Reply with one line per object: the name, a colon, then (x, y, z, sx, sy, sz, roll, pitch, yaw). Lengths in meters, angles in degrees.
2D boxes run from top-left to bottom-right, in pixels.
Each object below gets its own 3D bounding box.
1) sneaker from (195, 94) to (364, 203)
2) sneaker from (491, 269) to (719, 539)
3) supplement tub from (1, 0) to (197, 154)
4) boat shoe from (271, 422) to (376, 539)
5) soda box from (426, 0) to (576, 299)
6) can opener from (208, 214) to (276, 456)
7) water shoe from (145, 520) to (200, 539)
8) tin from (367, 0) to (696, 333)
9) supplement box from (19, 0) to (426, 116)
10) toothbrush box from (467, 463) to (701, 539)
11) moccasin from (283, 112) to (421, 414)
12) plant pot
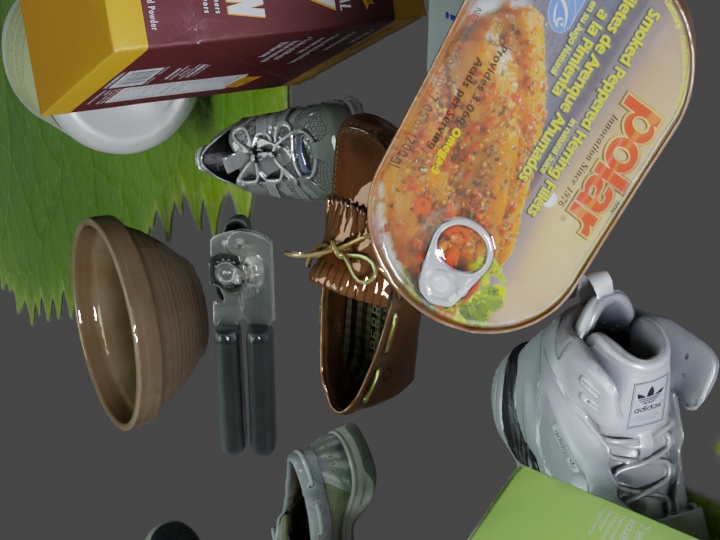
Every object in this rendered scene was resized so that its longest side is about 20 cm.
sneaker: (-0.054, -0.075, 0.944, 0.199, 0.081, 0.076, -2, 98, 64)
sneaker: (0.130, 0.100, 0.645, 0.115, 0.074, 0.202, 113, 142, -53)
supplement tub: (-0.237, -0.191, 1.204, 0.199, 0.143, 0.147, 29, 126, 58)
boat shoe: (-0.041, 0.193, 1.043, 0.075, 0.064, 0.203, 63, 151, 31)
soda box: (0.075, -0.083, 0.698, 0.068, 0.063, 0.203, 36, 131, 55)
can opener: (-0.095, 0.055, 1.137, 0.067, 0.052, 0.203, -79, -10, -68)
water shoe: (-0.178, 0.358, 1.384, 0.202, 0.071, 0.079, 66, 153, 26)
tin: (0.079, -0.061, 0.633, 0.111, 0.042, 0.201, 34, 119, 8)
supplement box: (-0.098, -0.192, 0.854, 0.197, 0.197, 0.135, -11, 90, 64)
toothbrush box: (0.129, 0.196, 0.570, 0.198, 0.086, 0.147, 21, 125, 23)
moccasin: (-0.001, -0.001, 0.855, 0.073, 0.077, 0.204, 27, 128, 28)
plant pot: (-0.204, 0.043, 1.288, 0.201, 0.092, 0.204, 38, 134, 54)
